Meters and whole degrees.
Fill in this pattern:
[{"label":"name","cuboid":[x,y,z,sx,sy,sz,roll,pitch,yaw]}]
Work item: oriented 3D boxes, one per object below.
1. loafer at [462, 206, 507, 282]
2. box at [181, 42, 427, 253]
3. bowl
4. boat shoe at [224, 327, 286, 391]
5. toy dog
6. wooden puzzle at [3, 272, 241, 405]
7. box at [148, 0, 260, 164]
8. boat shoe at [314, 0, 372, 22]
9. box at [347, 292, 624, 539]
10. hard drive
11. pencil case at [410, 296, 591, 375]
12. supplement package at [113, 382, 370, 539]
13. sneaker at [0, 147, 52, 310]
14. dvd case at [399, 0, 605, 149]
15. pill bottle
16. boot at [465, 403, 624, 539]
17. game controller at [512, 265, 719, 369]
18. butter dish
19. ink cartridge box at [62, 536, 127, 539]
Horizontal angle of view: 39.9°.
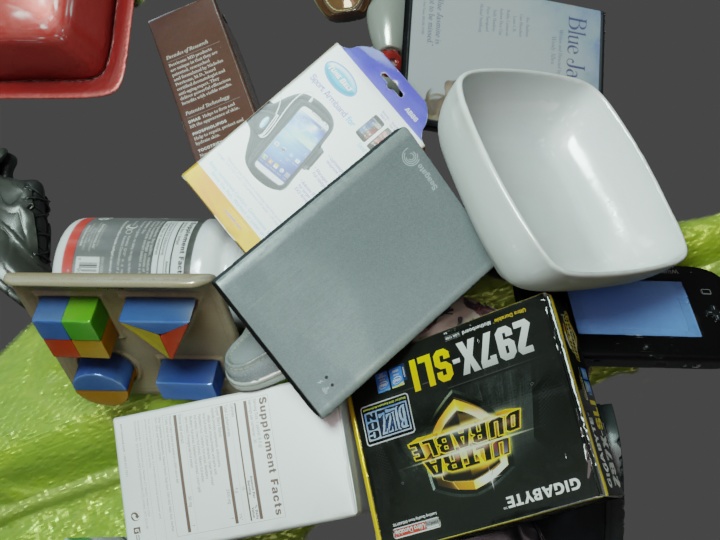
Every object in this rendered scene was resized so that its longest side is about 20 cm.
[{"label":"loafer","cuboid":[0.085,-0.021,0.905,0.198,0.076,0.069,4,73,10]},{"label":"box","cuboid":[-0.039,-0.098,0.851,0.200,0.041,0.119,-40,85,-3]},{"label":"bowl","cuboid":[0.156,-0.068,0.824,0.075,0.199,0.201,-43,62,44]},{"label":"boat shoe","cuboid":[-0.040,0.021,0.844,0.201,0.065,0.074,-38,31,-5]},{"label":"toy dog","cuboid":[0.017,-0.148,0.939,0.131,0.096,0.201,30,73,-10]},{"label":"wooden puzzle","cuboid":[-0.196,0.070,0.873,0.183,0.201,0.047,0,54,10]},{"label":"box","cuboid":[-0.131,-0.147,0.955,0.074,0.100,0.201,-19,75,2]},{"label":"boat shoe","cuboid":[-0.029,-0.350,0.993,0.075,0.074,0.202,-10,77,8]},{"label":"box","cuboid":[0.091,0.127,0.794,0.199,0.049,0.161,-23,67,28]},{"label":"hard drive","cuboid":[0.000,0.000,0.802,0.200,0.033,0.140,-40,103,-13]},{"label":"pencil case","cuboid":[0.102,0.075,0.881,0.199,0.078,0.090,24,63,13]},{"label":"supplement package","cuboid":[-0.096,0.172,0.874,0.198,0.121,0.121,-12,77,7]},{"label":"sneaker","cuboid":[-0.344,-0.041,0.991,0.090,0.076,0.201,-35,77,-6]},{"label":"dvd case","cuboid":[0.134,-0.189,0.919,0.198,0.018,0.144,7,79,-15]},{"label":"pill bottle","cuboid":[-0.172,0.009,0.924,0.198,0.116,0.117,1,79,10]},{"label":"boot","cuboid":[0.132,0.208,0.828,0.166,0.076,0.202,0,104,9]},{"label":"game controller","cuboid":[0.229,0.036,0.849,0.198,0.042,0.105,2,56,-8]},{"label":"butter dish","cuboid":[-0.341,-0.286,0.999,0.198,0.148,0.201,2,80,10]},{"label":"ink cartridge box","cuboid":[-0.191,0.301,0.827,0.084,0.200,0.146,-45,76,-4]}]
